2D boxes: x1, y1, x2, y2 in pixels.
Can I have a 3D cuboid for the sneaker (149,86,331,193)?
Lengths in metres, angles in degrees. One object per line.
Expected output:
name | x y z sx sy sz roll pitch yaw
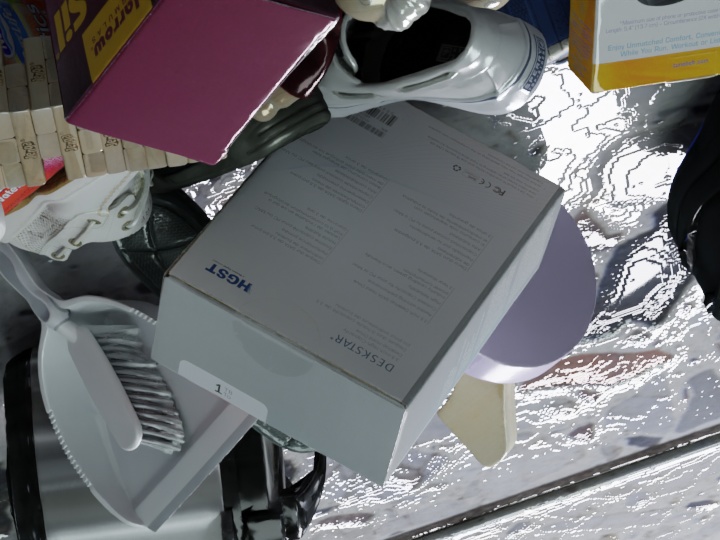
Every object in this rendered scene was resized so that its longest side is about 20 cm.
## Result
sneaker | -0.092 -0.107 1.427 0.076 0.114 0.199 -27 -177 -23

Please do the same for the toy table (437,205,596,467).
toy table | 0.057 0.027 1.622 0.117 0.184 0.200 -41 171 34

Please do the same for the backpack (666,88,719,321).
backpack | 0.301 -0.045 1.637 0.167 0.163 0.200 -4 145 -28

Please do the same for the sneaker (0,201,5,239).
sneaker | -0.212 0.016 1.291 0.073 0.085 0.200 -6 166 -11

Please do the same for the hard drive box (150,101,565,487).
hard drive box | 0.000 0.000 1.462 0.200 0.156 0.077 -51 164 -39

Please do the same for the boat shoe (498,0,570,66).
boat shoe | 0.106 -0.143 1.466 0.200 0.072 0.072 -16 169 11

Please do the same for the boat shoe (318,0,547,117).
boat shoe | 0.008 -0.125 1.384 0.200 0.074 0.065 1 164 43

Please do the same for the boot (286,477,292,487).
boot | -0.154 0.209 1.879 0.188 0.069 0.200 -6 147 -21

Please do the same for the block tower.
block tower | -0.160 -0.078 1.261 0.199 0.054 0.058 -10 138 -3

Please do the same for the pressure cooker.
pressure cooker | -0.122 0.123 1.648 0.199 0.176 0.179 -6 167 -3

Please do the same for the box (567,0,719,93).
box | 0.174 -0.198 1.366 0.119 0.041 0.200 -9 119 -16

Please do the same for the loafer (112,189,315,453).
loafer | -0.074 0.020 1.547 0.072 0.063 0.200 -31 112 15

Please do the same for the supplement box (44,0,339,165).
supplement box | -0.090 -0.165 1.203 0.086 0.200 0.110 14 136 -34

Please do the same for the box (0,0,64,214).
box | -0.243 -0.071 1.372 0.200 0.096 0.100 -37 143 26

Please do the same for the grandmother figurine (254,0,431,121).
grandmother figurine | -0.055 -0.134 1.305 0.199 0.061 0.122 -9 117 16

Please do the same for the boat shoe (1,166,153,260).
boat shoe | -0.144 -0.050 1.427 0.069 0.071 0.200 31 157 -18

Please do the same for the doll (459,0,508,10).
doll | 0.015 -0.190 1.340 0.136 0.049 0.200 -21 147 32

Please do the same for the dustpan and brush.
dustpan and brush | -0.160 0.045 1.517 0.057 0.200 0.140 -12 152 -46
